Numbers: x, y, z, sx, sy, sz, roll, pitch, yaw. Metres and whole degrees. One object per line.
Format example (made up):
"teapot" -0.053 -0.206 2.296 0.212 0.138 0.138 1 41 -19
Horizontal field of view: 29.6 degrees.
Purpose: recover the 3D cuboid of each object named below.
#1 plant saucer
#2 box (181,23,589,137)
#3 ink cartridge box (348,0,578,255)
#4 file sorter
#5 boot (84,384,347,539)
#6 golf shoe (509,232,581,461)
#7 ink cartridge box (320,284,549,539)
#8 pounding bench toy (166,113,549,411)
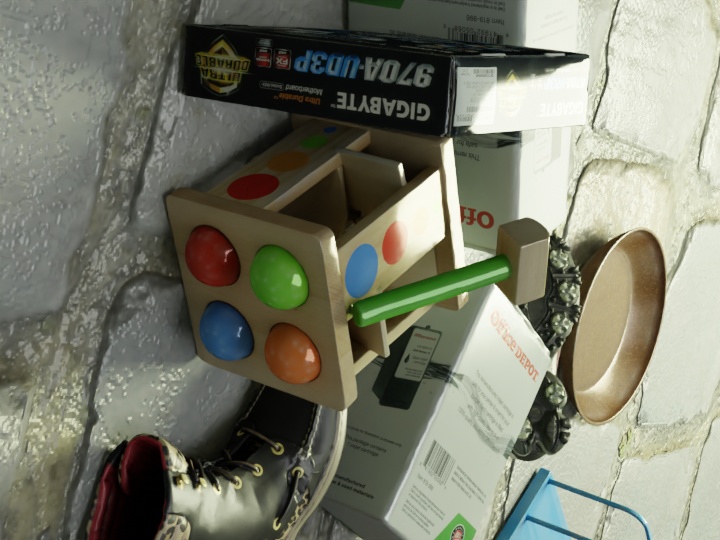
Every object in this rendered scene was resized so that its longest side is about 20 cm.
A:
"plant saucer" 0.247 0.053 1.360 0.200 0.036 0.203 -27 124 -48
"box" 0.015 -0.118 0.823 0.158 0.198 0.047 -12 110 -53
"ink cartridge box" 0.069 -0.128 0.943 0.083 0.145 0.203 -26 124 -48
"file sorter" 0.190 0.324 1.309 0.201 0.122 0.140 -52 140 -30
"boot" -0.091 0.131 0.885 0.150 0.073 0.202 29 84 -55
"golf shoe" 0.143 0.066 1.201 0.088 0.076 0.203 134 -36 -72
"ink cartridge box" 0.057 0.115 1.059 0.202 0.082 0.147 -63 144 -17
"pounding bench toy" 0.000 0.000 0.846 0.156 0.198 0.126 -39 132 -41
